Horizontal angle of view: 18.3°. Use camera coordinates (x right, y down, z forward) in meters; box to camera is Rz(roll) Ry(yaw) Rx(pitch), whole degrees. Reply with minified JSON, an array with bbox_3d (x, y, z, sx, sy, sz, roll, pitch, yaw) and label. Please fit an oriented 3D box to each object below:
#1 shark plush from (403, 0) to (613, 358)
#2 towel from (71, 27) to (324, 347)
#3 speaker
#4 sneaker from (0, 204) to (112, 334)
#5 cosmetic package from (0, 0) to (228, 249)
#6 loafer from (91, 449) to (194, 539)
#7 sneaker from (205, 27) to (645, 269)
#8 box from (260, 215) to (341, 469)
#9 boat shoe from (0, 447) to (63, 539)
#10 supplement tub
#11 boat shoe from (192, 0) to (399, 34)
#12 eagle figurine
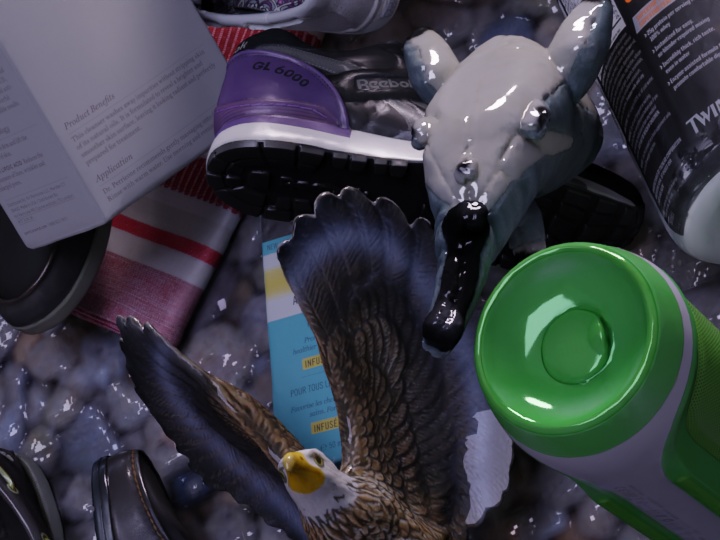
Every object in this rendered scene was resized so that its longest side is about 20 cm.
[{"bbox_3d":[0.067,-0.035,0.882,0.090,0.084,0.200,-14,29,13],"label":"shark plush"},{"bbox_3d":[-0.109,-0.069,1.161,0.144,0.023,0.201,21,82,33],"label":"towel"},{"bbox_3d":[0.117,0.056,0.878,0.088,0.200,0.089,-11,66,25],"label":"speaker"},{"bbox_3d":[-0.183,-0.073,1.119,0.074,0.106,0.201,-17,61,31],"label":"sneaker"},{"bbox_3d":[-0.152,-0.125,1.059,0.113,0.201,0.081,-36,12,-36],"label":"cosmetic package"},{"bbox_3d":[-0.062,0.163,1.021,0.072,0.073,0.201,-30,68,5],"label":"loafer"},{"bbox_3d":[0.035,-0.064,1.007,0.199,0.076,0.088,12,58,-8],"label":"sneaker"},{"bbox_3d":[0.000,0.000,1.056,0.082,0.049,0.201,-16,64,23],"label":"box"},{"bbox_3d":[-0.164,0.167,1.074,0.072,0.061,0.202,-38,57,11],"label":"boat shoe"},{"bbox_3d":[0.155,-0.112,0.971,0.122,0.122,0.201,-30,59,16],"label":"supplement tub"},{"bbox_3d":[-0.070,-0.149,1.100,0.199,0.068,0.072,23,109,41],"label":"boat shoe"},{"bbox_3d":[-0.008,0.086,0.949,0.151,0.151,0.201,-9,58,-16],"label":"eagle figurine"}]
